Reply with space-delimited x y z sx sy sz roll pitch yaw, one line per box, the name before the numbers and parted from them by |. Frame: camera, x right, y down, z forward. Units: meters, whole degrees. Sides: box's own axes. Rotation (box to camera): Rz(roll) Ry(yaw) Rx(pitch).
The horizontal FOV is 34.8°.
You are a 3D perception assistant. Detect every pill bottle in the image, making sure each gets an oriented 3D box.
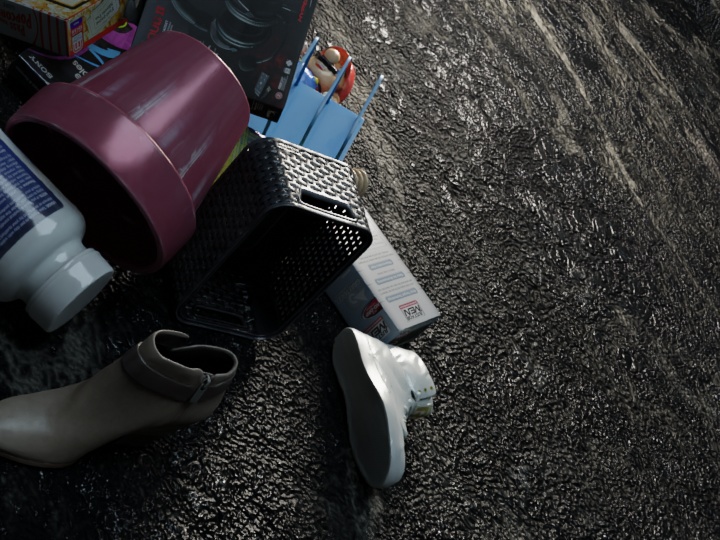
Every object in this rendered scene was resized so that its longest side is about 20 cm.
pill bottle | -0.321 -0.044 1.034 0.200 0.111 0.111 46 32 0

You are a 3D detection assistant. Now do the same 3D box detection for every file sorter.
file sorter | -0.090 -0.214 1.403 0.199 0.123 0.139 30 56 -4

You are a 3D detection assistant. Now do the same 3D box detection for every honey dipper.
honey dipper | -0.070 -0.116 1.473 0.199 0.038 0.038 -2 56 -46

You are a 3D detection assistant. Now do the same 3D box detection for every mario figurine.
mario figurine | -0.076 -0.272 1.562 0.200 0.106 0.124 -23 101 -49

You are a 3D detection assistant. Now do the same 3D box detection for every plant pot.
plant pot | -0.210 -0.128 1.113 0.200 0.200 0.179 43 64 -6

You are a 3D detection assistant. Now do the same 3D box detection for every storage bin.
storage bin | -0.099 -0.028 1.187 0.135 0.200 0.094 16 42 -38

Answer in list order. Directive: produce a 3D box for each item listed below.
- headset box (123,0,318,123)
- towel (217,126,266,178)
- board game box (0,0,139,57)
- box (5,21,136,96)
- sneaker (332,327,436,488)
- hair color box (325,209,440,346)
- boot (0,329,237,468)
headset box | -0.161 -0.272 1.283 0.199 0.077 0.150 19 83 -8
towel | -0.140 -0.092 1.286 0.199 0.023 0.145 21 74 -49
board game box | -0.327 -0.319 1.290 0.151 0.047 0.200 21 40 18
box | -0.285 -0.222 1.301 0.143 0.036 0.200 47 42 -10
sneaker | 0.043 0.156 1.272 0.115 0.074 0.201 18 41 -32
hair color box | 0.000 0.000 1.402 0.099 0.061 0.201 -16 66 -54
boot | -0.207 0.102 0.973 0.199 0.146 0.071 5 52 -46
